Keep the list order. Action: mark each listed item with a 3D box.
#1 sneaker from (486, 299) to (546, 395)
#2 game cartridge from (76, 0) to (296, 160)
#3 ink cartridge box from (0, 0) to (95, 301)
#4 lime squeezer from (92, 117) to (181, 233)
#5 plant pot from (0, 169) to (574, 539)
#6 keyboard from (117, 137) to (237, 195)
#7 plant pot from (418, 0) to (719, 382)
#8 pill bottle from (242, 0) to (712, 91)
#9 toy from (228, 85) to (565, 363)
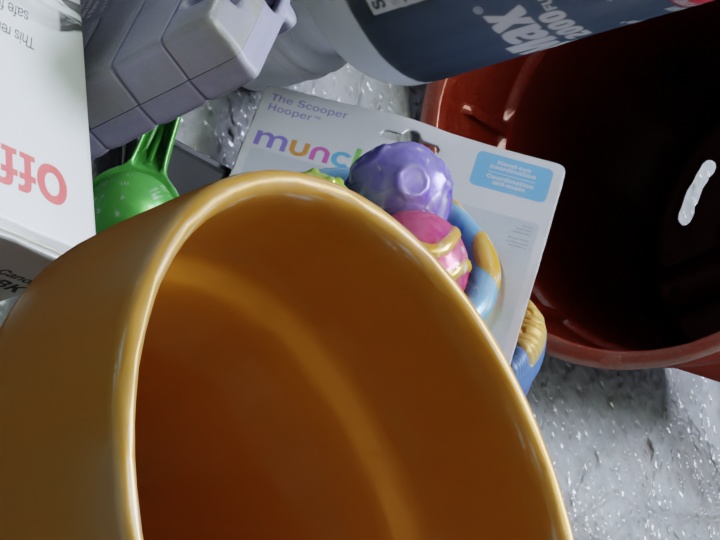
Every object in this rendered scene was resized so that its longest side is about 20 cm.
[{"bbox_3d":[-0.001,0.084,0.952,0.200,0.075,0.089,-47,140,-37],"label":"sneaker"},{"bbox_3d":[-0.059,-0.105,0.917,0.038,0.129,0.201,46,39,-21],"label":"game cartridge"},{"bbox_3d":[-0.155,-0.097,0.806,0.144,0.083,0.201,24,53,-51],"label":"ink cartridge box"},{"bbox_3d":[-0.083,-0.016,0.902,0.201,0.037,0.071,-67,155,-45],"label":"lime squeezer"},{"bbox_3d":[-0.067,0.096,0.745,0.200,0.182,0.201,33,47,-44],"label":"plant pot"},{"bbox_3d":[-0.022,0.036,1.006,0.200,0.021,0.128,28,50,-47],"label":"keyboard"},{"bbox_3d":[0.155,-0.037,1.175,0.195,0.200,0.202,28,51,-59],"label":"plant pot"},{"bbox_3d":[0.037,-0.132,1.007,0.119,0.199,0.120,35,48,-51],"label":"pill bottle"},{"bbox_3d":[0.000,0.000,0.934,0.047,0.114,0.201,103,5,-46],"label":"toy"}]
